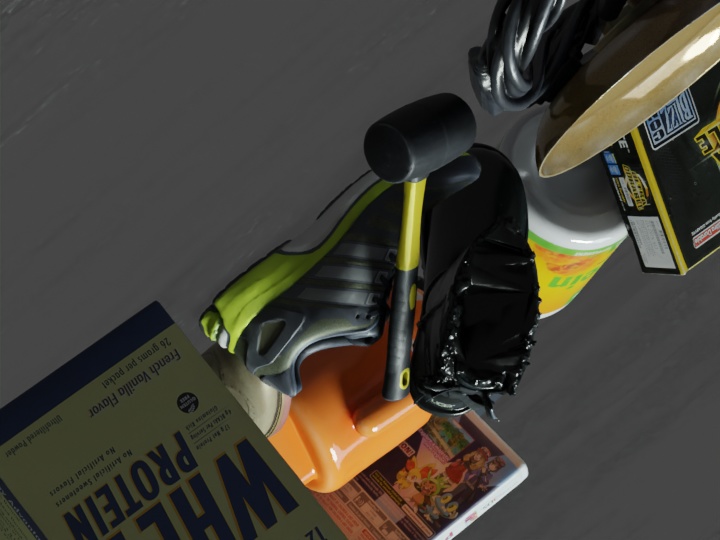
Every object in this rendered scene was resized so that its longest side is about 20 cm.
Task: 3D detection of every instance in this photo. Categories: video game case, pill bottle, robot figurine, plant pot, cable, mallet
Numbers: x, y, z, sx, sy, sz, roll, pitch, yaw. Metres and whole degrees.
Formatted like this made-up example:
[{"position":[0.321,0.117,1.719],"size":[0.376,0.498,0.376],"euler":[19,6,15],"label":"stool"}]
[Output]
[{"position":[-0.005,0.141,1.635],"size":[0.182,0.200,0.023],"euler":[-37,147,-12],"label":"video game case"},{"position":[0.127,-0.030,1.589],"size":[0.111,0.111,0.200],"euler":[-35,169,-26],"label":"pill bottle"},{"position":[-0.009,0.082,1.585],"size":[0.200,0.117,0.144],"euler":[-35,166,-22],"label":"robot figurine"},{"position":[0.181,-0.130,1.336],"size":[0.200,0.028,0.200],"euler":[-36,170,-7],"label":"plant pot"},{"position":[0.129,-0.154,1.231],"size":[0.163,0.051,0.200],"euler":[-39,169,-2],"label":"cable"},{"position":[0.035,-0.014,1.297],"size":[0.066,0.041,0.200],"euler":[-35,138,-38],"label":"mallet"}]

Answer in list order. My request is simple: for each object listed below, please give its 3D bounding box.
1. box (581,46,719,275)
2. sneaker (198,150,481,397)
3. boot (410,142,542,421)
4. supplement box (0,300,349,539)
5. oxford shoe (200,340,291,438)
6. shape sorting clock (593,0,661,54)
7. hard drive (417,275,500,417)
[{"position":[0.248,-0.113,1.510],"size":[0.200,0.160,0.049],"euler":[-33,-162,-32],"label":"box"},{"position":[0.000,0.000,1.347],"size":[0.200,0.081,0.074],"euler":[-40,170,0],"label":"sneaker"},{"position":[0.075,0.000,1.371],"size":[0.162,0.073,0.199],"euler":[119,-18,-77],"label":"boot"},{"position":[-0.121,0.160,1.266],"size":[0.134,0.200,0.200],"euler":[-36,170,-21],"label":"supplement box"},{"position":[-0.105,0.100,1.447],"size":[0.075,0.070,0.200],"euler":[-26,163,-34],"label":"oxford shoe"},{"position":[0.225,-0.206,1.381],"size":[0.200,0.039,0.200],"euler":[-37,176,-3],"label":"shape sorting clock"},{"position":[0.012,0.098,1.698],"size":[0.200,0.135,0.042],"euler":[-39,148,-13],"label":"hard drive"}]
